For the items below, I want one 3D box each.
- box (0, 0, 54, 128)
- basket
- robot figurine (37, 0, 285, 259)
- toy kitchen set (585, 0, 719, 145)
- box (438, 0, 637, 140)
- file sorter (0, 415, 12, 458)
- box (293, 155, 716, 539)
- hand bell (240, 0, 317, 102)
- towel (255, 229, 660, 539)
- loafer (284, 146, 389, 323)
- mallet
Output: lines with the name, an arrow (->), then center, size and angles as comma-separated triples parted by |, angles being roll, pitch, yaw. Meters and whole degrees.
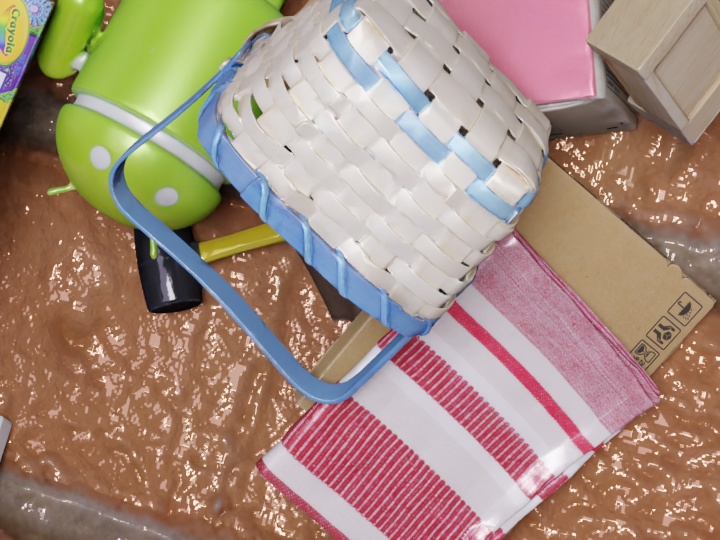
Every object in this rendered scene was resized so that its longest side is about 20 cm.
box -> -0.292, -0.113, 0.829 | 0.121, 0.193, 0.202 | 23, 98, -19
basket -> -0.011, -0.039, 0.649 | 0.199, 0.140, 0.176 | -38, 104, 26
robot figurine -> -0.113, -0.114, 0.809 | 0.174, 0.116, 0.202 | 30, 83, -9
toy kitchen set -> 0.190, -0.185, 0.725 | 0.201, 0.163, 0.180 | -51, 49, 3
box -> 0.090, -0.180, 0.743 | 0.107, 0.128, 0.204 | -6, 86, 20
file sorter -> -0.348, 0.168, 0.855 | 0.137, 0.125, 0.203 | 3, 65, 20
box -> 0.084, 0.044, 0.747 | 0.163, 0.021, 0.201 | 37, 102, -19
hand bell -> 0.012, -0.182, 0.772 | 0.103, 0.105, 0.202 | 11, 59, 19
towel -> 0.057, 0.089, 0.737 | 0.200, 0.023, 0.144 | -43, 110, 9
loafer -> 0.000, 0.000, 0.761 | 0.199, 0.073, 0.071 | 38, 98, -11
mallet -> -0.059, -0.034, 0.844 | 0.198, 0.041, 0.067 | -23, 78, 13
